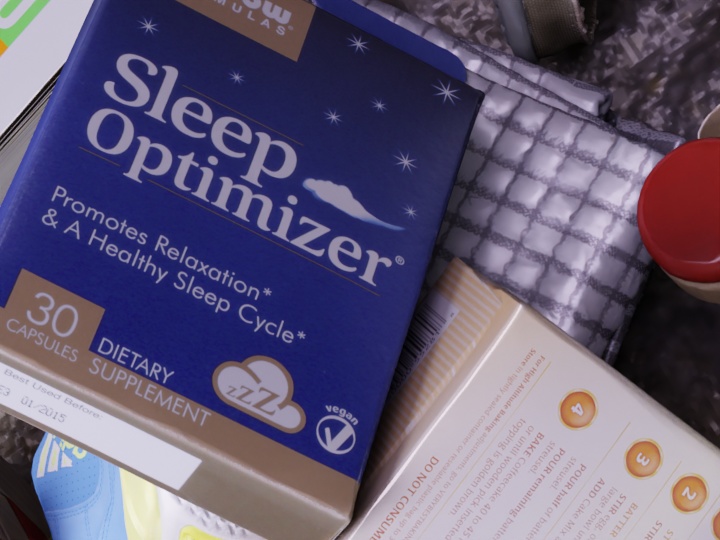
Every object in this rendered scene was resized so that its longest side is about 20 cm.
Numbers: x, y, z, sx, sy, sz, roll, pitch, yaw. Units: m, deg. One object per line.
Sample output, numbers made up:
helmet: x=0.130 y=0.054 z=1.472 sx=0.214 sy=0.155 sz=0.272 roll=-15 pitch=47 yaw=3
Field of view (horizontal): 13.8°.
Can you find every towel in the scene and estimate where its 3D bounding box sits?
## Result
towel: x=0.000 y=0.000 z=0.987 sx=0.200 sy=0.086 sz=0.166 roll=23 pitch=84 yaw=23

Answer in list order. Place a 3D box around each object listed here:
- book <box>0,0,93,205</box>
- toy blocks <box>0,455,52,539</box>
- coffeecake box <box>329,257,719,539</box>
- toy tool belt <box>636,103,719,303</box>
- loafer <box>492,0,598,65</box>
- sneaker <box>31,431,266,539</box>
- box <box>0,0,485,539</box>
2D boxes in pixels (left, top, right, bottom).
book: x=-0.165 y=-0.077 z=1.082 sx=0.200 sy=0.048 sz=0.134 roll=-47 pitch=64 yaw=5
toy blocks: x=-0.134 y=0.091 z=0.939 sx=0.100 sy=0.137 sz=0.200 roll=-39 pitch=40 yaw=0
coffeecake box: x=0.066 y=0.119 z=0.883 sx=0.200 sy=0.073 sz=0.154 roll=37 pitch=91 yaw=-18
toy tool belt: x=0.184 y=0.033 z=0.905 sx=0.200 sy=0.123 sz=0.125 roll=29 pitch=85 yaw=30
loafer: x=0.089 y=-0.161 z=0.989 sx=0.070 sy=0.075 sz=0.200 roll=10 pitch=73 yaw=16
sneaker: x=-0.064 y=0.015 z=0.917 sx=0.105 sy=0.076 sz=0.200 roll=-40 pitch=33 yaw=40
box: x=-0.036 y=-0.026 z=0.866 sx=0.121 sy=0.032 sz=0.200 roll=26 pitch=49 yaw=-10
